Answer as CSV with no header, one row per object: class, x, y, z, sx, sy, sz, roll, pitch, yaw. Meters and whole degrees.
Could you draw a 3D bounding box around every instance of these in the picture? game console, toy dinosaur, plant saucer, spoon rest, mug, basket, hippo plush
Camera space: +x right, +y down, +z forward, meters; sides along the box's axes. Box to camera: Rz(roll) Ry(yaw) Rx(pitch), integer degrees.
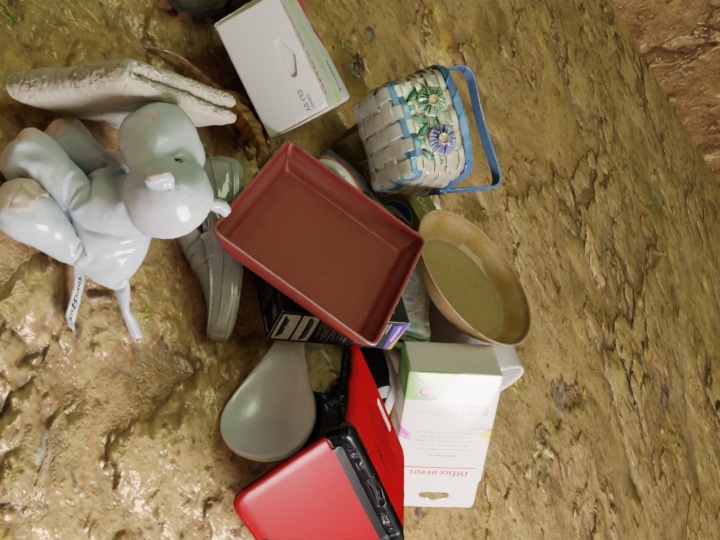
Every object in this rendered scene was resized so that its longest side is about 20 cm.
game console,-0.033,0.206,0.901,0.174,0.117,0.202,-86,161,-46
toy dinosaur,-0.185,-0.330,1.045,0.199,0.101,0.078,-15,84,-51
plant saucer,0.136,0.015,1.116,0.199,0.035,0.202,30,38,-27
toy dinosaur,-0.151,-0.192,1.021,0.200,0.060,0.106,47,1,11
spoon rest,-0.084,0.122,0.937,0.201,0.097,0.061,-71,163,-53
plant saucer,-0.042,-0.027,0.944,0.199,0.037,0.200,36,39,-5
mug,0.100,0.086,1.177,0.198,0.148,0.178,-4,62,-39
basket,0.100,-0.183,1.195,0.198,0.138,0.179,-15,87,-40
hippo plush,-0.215,-0.067,0.776,0.158,0.159,0.203,15,59,-51

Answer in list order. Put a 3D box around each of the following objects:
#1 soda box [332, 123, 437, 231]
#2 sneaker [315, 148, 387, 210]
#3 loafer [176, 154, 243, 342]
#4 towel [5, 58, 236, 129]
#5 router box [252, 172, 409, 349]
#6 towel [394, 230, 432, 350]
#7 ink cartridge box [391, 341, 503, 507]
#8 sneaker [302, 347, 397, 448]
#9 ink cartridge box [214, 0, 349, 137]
soda box,0.044,-0.120,1.273,0.202,0.067,0.064,59,35,-15
sneaker,0.005,-0.087,1.196,0.201,0.076,0.082,53,28,-25
loafer,-0.160,-0.025,0.933,0.068,0.070,0.204,2,70,-17
towel,-0.215,-0.164,0.834,0.200,0.130,0.035,1,87,-70
router box,-0.043,-0.012,1.004,0.155,0.052,0.202,8,48,-27
towel,0.000,0.000,1.098,0.197,0.048,0.173,21,46,-13
ink cartridge box,0.096,0.190,1.077,0.068,0.115,0.203,-101,-163,-61
sneaker,-0.021,0.148,1.018,0.112,0.072,0.202,46,40,-33
ink cartridge box,-0.090,-0.252,1.080,0.147,0.082,0.200,63,11,-9
